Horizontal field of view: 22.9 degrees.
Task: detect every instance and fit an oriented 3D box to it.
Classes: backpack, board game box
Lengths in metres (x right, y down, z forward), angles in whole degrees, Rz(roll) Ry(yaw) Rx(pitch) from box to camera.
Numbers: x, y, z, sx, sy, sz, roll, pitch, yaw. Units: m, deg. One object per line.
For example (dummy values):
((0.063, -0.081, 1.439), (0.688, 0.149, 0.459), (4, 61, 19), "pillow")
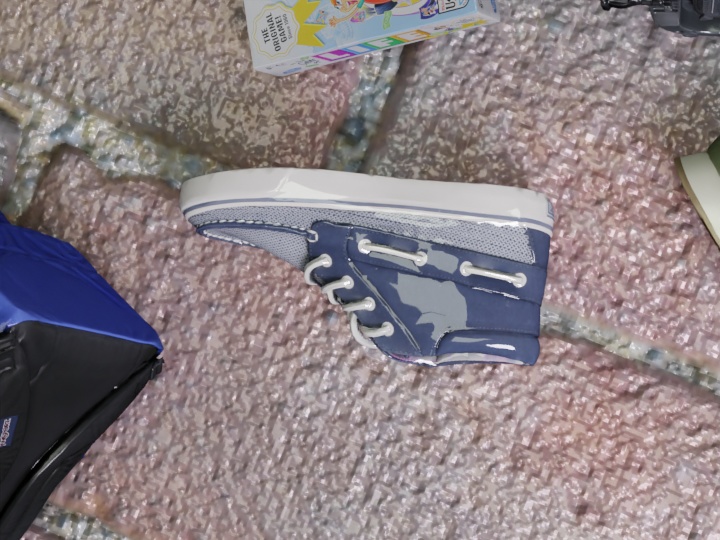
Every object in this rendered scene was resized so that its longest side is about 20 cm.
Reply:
((-0.227, 0.067, 0.913), (0.168, 0.162, 0.201), (43, 101, 29), "backpack")
((-0.006, -0.217, 0.943), (0.133, 0.034, 0.202), (-11, 84, 26), "board game box")

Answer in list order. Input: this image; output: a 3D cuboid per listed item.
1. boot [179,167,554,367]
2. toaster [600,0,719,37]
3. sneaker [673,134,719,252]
((0.000, 0.000, 0.926), (0.198, 0.073, 0.091), (3, 81, 7), "boot")
((0.219, -0.190, 0.895), (0.198, 0.114, 0.131), (2, 82, 11), "toaster")
((0.244, 0.007, 0.896), (0.089, 0.067, 0.201), (-31, 80, 9), "sneaker")
